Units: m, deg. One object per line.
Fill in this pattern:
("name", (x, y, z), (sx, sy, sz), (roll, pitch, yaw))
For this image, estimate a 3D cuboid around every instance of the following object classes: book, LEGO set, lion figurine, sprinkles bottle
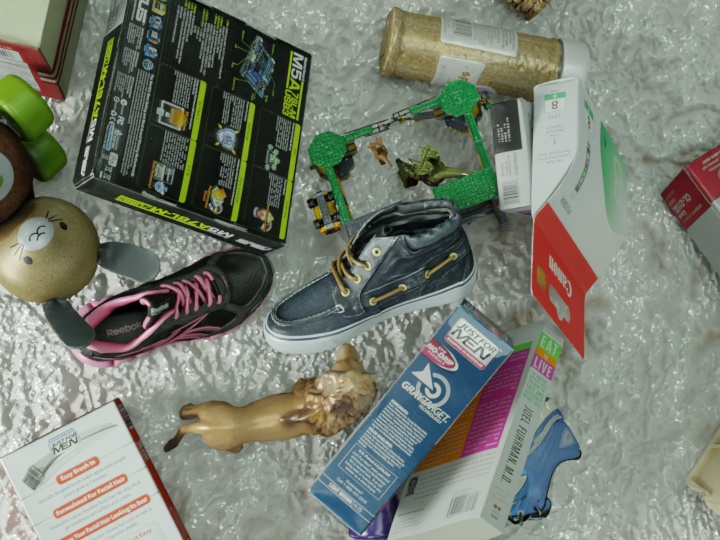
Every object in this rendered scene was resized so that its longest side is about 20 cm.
("book", (0.103, 0.145, 0.886), (0.048, 0.133, 0.201), (37, 54, -14))
("LEGO set", (0.052, -0.078, 0.968), (0.199, 0.116, 0.154), (-28, 70, 2))
("lion figurine", (-0.082, 0.129, 0.904), (0.199, 0.122, 0.073), (-20, 87, -10))
("sprinkles bottle", (0.120, -0.208, 0.997), (0.199, 0.068, 0.069), (9, 83, -7))

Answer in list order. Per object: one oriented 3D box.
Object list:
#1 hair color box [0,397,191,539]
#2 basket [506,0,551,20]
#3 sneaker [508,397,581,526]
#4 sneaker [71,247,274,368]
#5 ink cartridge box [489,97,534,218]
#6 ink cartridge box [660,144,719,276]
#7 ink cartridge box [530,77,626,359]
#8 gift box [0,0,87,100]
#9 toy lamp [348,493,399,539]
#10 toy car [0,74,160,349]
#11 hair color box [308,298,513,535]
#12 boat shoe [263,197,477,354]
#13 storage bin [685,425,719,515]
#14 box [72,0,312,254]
("hair color box", (-0.221, 0.228, 0.903), (0.110, 0.064, 0.201), (-26, 90, -9))
("basket", (0.182, -0.376, 0.985), (0.149, 0.143, 0.200), (39, 80, -4))
("sneaker", (0.132, 0.214, 0.952), (0.200, 0.079, 0.089), (-42, 89, -10))
("sneaker", (-0.168, 0.033, 0.916), (0.199, 0.095, 0.079), (-24, 87, -12))
("ink cartridge box", (0.174, -0.096, 0.954), (0.037, 0.200, 0.095), (-8, 85, 29))
("ink cartridge box", (0.419, -0.042, 0.999), (0.145, 0.083, 0.201), (-30, 77, -10))
("ink cartridge box", (0.197, -0.043, 0.900), (0.050, 0.161, 0.201), (-9, 61, 26))
("gift box", (-0.316, -0.273, 0.875), (0.183, 0.200, 0.188), (12, 81, -12))
("toy lamp", (0.021, 0.296, 0.937), (0.058, 0.058, 0.201), (-3, 84, -9))
("toy car", (-0.277, -0.029, 0.861), (0.200, 0.158, 0.164), (39, 70, 6))
("hair color box", (0.046, 0.121, 0.865), (0.060, 0.100, 0.200), (39, 96, 5))
("boat shoe", (0.000, 0.000, 0.883), (0.199, 0.071, 0.091), (-20, 133, 0))
("storage bin", (0.460, 0.203, 0.996), (0.200, 0.094, 0.199), (38, 81, -4))
("box", (-0.141, -0.137, 0.903), (0.192, 0.047, 0.201), (20, 67, -36))
